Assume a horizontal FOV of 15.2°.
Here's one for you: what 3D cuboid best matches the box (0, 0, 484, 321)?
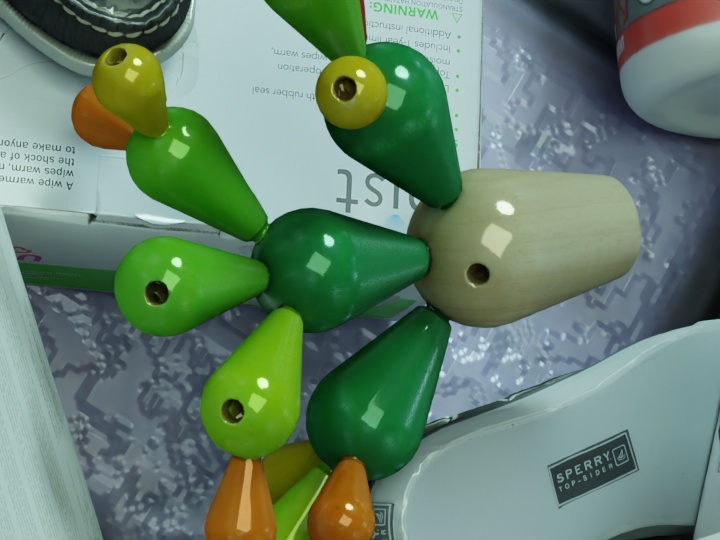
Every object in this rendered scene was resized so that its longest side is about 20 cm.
[{"bbox_3d":[-0.066,-0.085,0.839,0.199,0.097,0.177,5,76,-14],"label":"box"}]

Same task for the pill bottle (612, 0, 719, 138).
[{"bbox_3d":[0.137,-0.153,0.901,0.115,0.116,0.201,0,77,-15],"label":"pill bottle"}]

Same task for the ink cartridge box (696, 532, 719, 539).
[{"bbox_3d":[0.064,0.148,0.706,0.086,0.147,0.200,65,28,-9],"label":"ink cartridge box"}]

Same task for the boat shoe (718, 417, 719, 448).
[{"bbox_3d":[0.199,0.026,0.816,0.199,0.071,0.065,3,82,-28],"label":"boat shoe"}]

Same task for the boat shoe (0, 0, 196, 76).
[{"bbox_3d":[-0.099,-0.153,0.767,0.074,0.060,0.201,-18,81,-19],"label":"boat shoe"}]

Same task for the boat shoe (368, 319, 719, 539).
[{"bbox_3d":[0.071,0.059,0.858,0.199,0.057,0.069,-13,93,-37],"label":"boat shoe"}]

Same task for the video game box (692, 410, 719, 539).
[{"bbox_3d":[0.208,0.061,0.883,0.199,0.047,0.183,23,69,-25],"label":"video game box"}]

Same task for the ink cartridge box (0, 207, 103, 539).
[{"bbox_3d":[-0.110,0.058,0.681,0.050,0.200,0.163,-13,110,6],"label":"ink cartridge box"}]

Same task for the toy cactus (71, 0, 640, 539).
[{"bbox_3d":[0.000,0.000,0.757,0.164,0.102,0.201,-8,103,-32],"label":"toy cactus"}]
